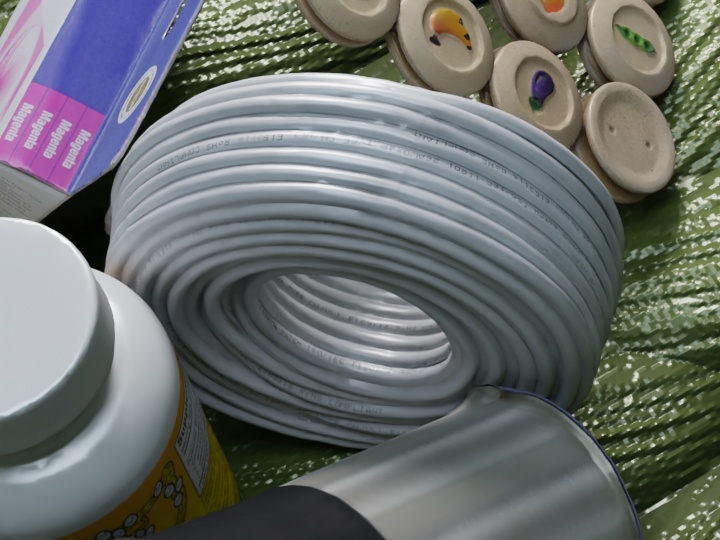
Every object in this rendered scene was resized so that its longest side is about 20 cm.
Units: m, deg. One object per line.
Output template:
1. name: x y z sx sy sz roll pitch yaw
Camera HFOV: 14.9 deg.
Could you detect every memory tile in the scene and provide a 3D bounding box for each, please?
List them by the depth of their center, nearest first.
1. memory tile: 0.057 -0.125 1.137 0.017 0.199 0.154 -28 44 45

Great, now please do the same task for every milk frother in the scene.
1. milk frother: -0.026 0.149 1.013 0.188 0.182 0.199 -18 17 -41

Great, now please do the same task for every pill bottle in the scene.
1. pill bottle: -0.113 0.067 1.030 0.112 0.200 0.113 -5 59 8

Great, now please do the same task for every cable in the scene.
1. cable: 0.000 0.000 1.048 0.199 0.200 0.070 18 61 -6

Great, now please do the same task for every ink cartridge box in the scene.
1. ink cartridge box: -0.112 -0.104 1.147 0.043 0.200 0.197 32 64 -15
